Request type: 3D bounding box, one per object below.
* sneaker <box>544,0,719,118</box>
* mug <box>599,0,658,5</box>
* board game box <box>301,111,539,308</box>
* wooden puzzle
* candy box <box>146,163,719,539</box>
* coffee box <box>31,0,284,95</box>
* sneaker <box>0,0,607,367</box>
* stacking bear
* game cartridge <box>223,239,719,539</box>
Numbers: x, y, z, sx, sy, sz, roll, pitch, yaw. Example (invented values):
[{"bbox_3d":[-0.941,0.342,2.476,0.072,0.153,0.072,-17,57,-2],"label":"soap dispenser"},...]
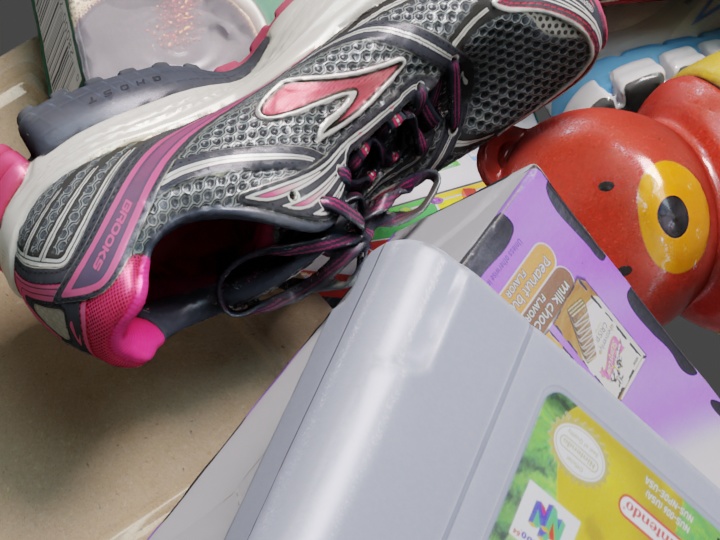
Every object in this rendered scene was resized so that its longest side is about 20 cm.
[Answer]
[{"bbox_3d":[0.138,-0.088,1.009,0.199,0.075,0.087,-7,49,-37],"label":"sneaker"},{"bbox_3d":[0.139,-0.175,0.938,0.199,0.179,0.133,-9,12,-7],"label":"mug"},{"bbox_3d":[0.000,0.000,0.927,0.152,0.040,0.201,-4,55,-21],"label":"board game box"},{"bbox_3d":[-0.114,0.031,0.847,0.199,0.037,0.185,-30,60,-22],"label":"wooden puzzle"},{"bbox_3d":[0.051,0.103,0.790,0.200,0.071,0.168,51,49,-14],"label":"candy box"},{"bbox_3d":[-0.054,-0.134,0.912,0.122,0.044,0.201,-3,63,-19],"label":"coffee box"},{"bbox_3d":[-0.011,-0.031,0.818,0.199,0.081,0.075,-28,47,-17],"label":"sneaker"},{"bbox_3d":[0.132,-0.025,0.903,0.199,0.114,0.122,-11,97,-25],"label":"stacking bear"},{"bbox_3d":[0.054,0.102,0.721,0.200,0.040,0.134,40,57,-22],"label":"game cartridge"}]
